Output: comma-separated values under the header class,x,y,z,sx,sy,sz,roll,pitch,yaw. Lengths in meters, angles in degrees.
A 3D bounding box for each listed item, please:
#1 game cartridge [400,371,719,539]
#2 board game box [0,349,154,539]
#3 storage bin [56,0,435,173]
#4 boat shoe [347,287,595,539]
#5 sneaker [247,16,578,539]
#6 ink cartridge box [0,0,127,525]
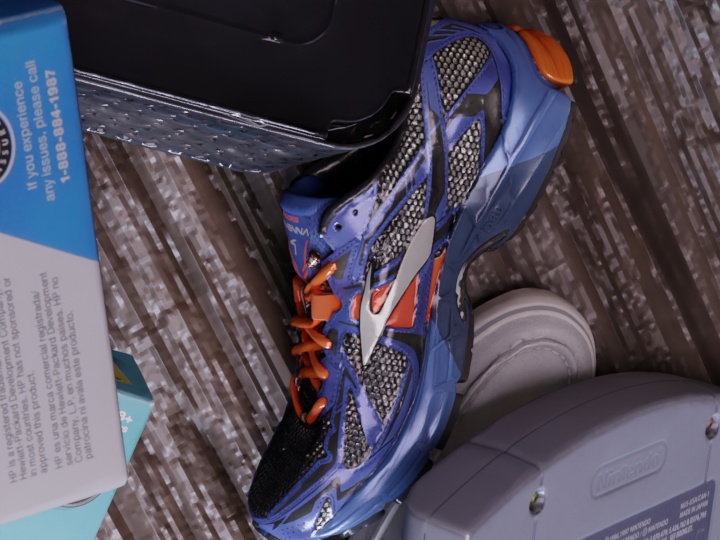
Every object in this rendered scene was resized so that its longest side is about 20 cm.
class,x,y,z,sx,sy,sz,roll,pitch,yaw
game cartridge,0.076,0.107,1.012,0.200,0.041,0.133,-15,121,-52
board game box,-0.178,0.101,0.944,0.151,0.047,0.200,20,103,-21
storage bin,-0.080,-0.118,0.895,0.200,0.094,0.135,14,82,-19
boat shoe,0.027,0.101,1.034,0.072,0.069,0.200,34,97,-23
sneaker,0.000,0.000,0.991,0.078,0.075,0.200,20,93,-26
ink cartridge box,-0.176,0.010,0.772,0.200,0.084,0.146,-16,115,-25
